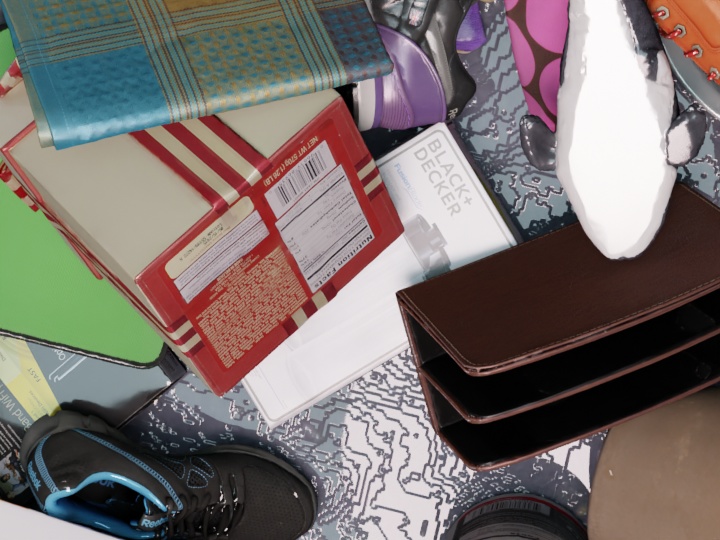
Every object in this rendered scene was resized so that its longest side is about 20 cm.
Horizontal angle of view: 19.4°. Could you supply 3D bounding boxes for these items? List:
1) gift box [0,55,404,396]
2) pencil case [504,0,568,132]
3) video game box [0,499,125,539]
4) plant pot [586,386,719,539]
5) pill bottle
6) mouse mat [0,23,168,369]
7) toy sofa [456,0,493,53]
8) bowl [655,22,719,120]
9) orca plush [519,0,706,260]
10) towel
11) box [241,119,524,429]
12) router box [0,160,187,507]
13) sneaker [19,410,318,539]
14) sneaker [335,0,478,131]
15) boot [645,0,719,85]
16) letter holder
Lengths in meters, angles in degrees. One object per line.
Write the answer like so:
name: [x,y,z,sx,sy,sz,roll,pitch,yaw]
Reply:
gift box: [-0.102,-0.074,1.248,0.184,0.200,0.187,-40,58,-13]
pencil case: [0.130,-0.175,1.279,0.093,0.091,0.201,0,122,26]
video game box: [-0.196,0.209,1.342,0.199,0.182,0.047,18,58,4]
plant pot: [0.239,0.147,1.293,0.174,0.200,0.201,14,97,24]
pill bottle: [0.093,0.209,1.291,0.110,0.200,0.111,1,96,7]
mouse mat: [-0.182,-0.049,1.356,0.160,0.008,0.201,15,78,-8]
toy sofa: [-0.014,-0.189,1.328,0.199,0.083,0.098,3,94,6]
bowl: [0.274,-0.176,1.292,0.200,0.090,0.202,1,95,6]
orca plush: [0.139,-0.110,1.235,0.105,0.071,0.201,-22,104,15]
towel: [-0.097,-0.139,1.178,0.199,0.022,0.147,-12,53,-12]
box: [0.000,0.000,1.354,0.200,0.060,0.117,-30,92,8]
router box: [-0.237,0.041,1.389,0.157,0.052,0.200,-38,90,9]
sneaker: [-0.119,0.151,1.346,0.199,0.082,0.073,12,112,-19]
sneaker: [0.027,-0.186,1.257,0.087,0.076,0.201,-5,101,-10]
boot: [0.213,-0.132,1.227,0.107,0.075,0.201,-3,87,10]
letter holder: [0.144,0.043,1.261,0.199,0.142,0.101,-21,113,-11]
